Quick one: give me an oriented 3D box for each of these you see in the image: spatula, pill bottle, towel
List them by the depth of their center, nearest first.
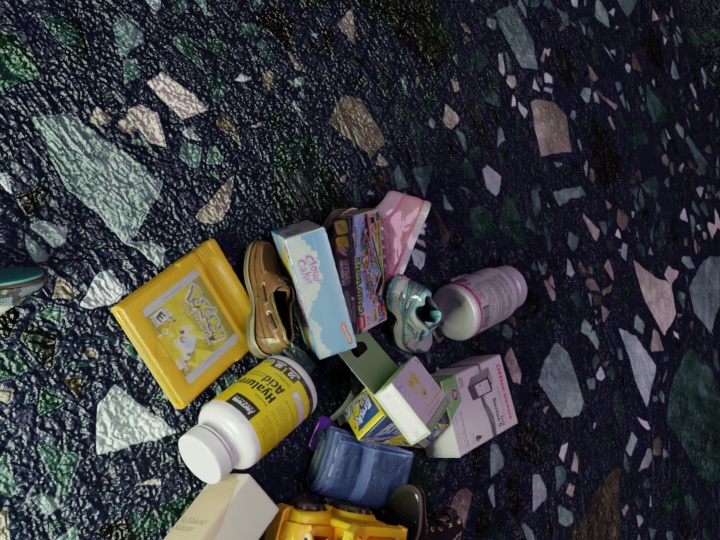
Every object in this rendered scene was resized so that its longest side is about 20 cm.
[{"bbox_3d":[-0.165,0.219,1.180,0.200,0.111,0.111,-38,107,-43],"label":"pill bottle"},{"bbox_3d":[0.002,0.335,1.352,0.200,0.049,0.112,27,74,-39],"label":"towel"},{"bbox_3d":[-0.024,0.222,1.366,0.057,0.021,0.200,42,70,-31],"label":"spatula"},{"bbox_3d":[0.242,0.059,1.616,0.200,0.113,0.113,-20,94,-45],"label":"pill bottle"}]

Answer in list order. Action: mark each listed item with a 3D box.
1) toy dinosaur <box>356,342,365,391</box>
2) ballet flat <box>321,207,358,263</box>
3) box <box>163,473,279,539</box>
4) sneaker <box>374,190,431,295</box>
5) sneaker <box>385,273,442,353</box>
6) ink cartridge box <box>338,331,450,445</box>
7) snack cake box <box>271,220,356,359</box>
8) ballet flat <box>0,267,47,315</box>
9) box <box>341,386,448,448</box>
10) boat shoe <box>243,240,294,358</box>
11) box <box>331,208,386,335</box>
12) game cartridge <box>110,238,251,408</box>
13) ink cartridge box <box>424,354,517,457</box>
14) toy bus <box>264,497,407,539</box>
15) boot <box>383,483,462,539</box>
[{"bbox_3d":[0.030,0.175,1.435,0.200,0.060,0.106,38,40,-19],"label":"toy dinosaur"},{"bbox_3d":[-0.058,-0.039,1.380,0.067,0.062,0.200,46,53,-26],"label":"ballet flat"},{"bbox_3d":[-0.213,0.380,1.109,0.078,0.095,0.200,55,47,-20],"label":"box"},{"bbox_3d":[0.048,-0.054,1.489,0.105,0.075,0.200,24,81,-5],"label":"sneaker"},{"bbox_3d":[0.106,0.094,1.458,0.078,0.086,0.200,-54,144,-25],"label":"sneaker"},{"bbox_3d":[0.057,0.176,1.342,0.200,0.048,0.146,53,23,3],"label":"ink cartridge box"},{"bbox_3d":[-0.074,0.028,1.282,0.067,0.115,0.200,-18,104,-12],"label":"snack cake box"},{"bbox_3d":[-0.475,0.038,0.961,0.200,0.074,0.074,-7,85,-43],"label":"ballet flat"},{"bbox_3d":[0.063,0.254,1.384,0.200,0.070,0.064,21,28,-49],"label":"box"},{"bbox_3d":[-0.134,0.037,1.257,0.072,0.068,0.200,29,46,-52],"label":"boat shoe"},{"bbox_3d":[0.000,0.000,1.379,0.110,0.035,0.200,-24,112,-59],"label":"box"},{"bbox_3d":[-0.244,0.074,1.193,0.200,0.032,0.176,-43,110,-41],"label":"game cartridge"},{"bbox_3d":[0.201,0.256,1.548,0.200,0.084,0.146,-16,91,-45],"label":"ink cartridge box"},{"bbox_3d":[-0.019,0.428,1.212,0.200,0.192,0.136,19,76,-39],"label":"toy bus"},{"bbox_3d":[0.113,0.445,1.406,0.151,0.073,0.200,-13,108,-47],"label":"boot"}]
